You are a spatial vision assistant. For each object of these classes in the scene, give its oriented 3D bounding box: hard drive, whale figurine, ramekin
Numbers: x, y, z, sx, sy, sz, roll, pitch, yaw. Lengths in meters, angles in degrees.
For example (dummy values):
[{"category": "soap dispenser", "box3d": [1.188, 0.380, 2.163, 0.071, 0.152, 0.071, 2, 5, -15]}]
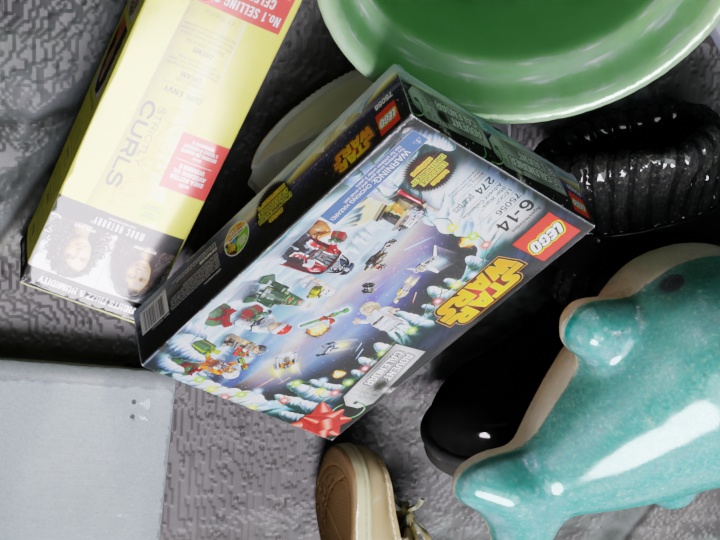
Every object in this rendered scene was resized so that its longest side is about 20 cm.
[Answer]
[{"category": "hard drive", "box3d": [-0.206, 0.114, 0.833, 0.198, 0.033, 0.141, 5, 94, -15]}, {"category": "whale figurine", "box3d": [0.146, 0.080, 0.785, 0.199, 0.104, 0.160, -36, 128, -6]}, {"category": "ramekin", "box3d": [0.074, -0.173, 0.705, 0.198, 0.098, 0.201, -3, 139, -3]}]

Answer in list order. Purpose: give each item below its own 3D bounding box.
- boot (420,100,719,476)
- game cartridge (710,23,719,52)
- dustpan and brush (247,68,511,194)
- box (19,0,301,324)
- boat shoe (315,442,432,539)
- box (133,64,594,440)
[{"category": "boot", "box3d": [0.113, 0.009, 0.844, 0.210, 0.079, 0.159, -27, 126, -10]}, {"category": "game cartridge", "box3d": [0.252, -0.201, 0.798, 0.199, 0.041, 0.134, -34, 115, 6]}, {"category": "dustpan and brush", "box3d": [0.053, -0.077, 0.813, 0.199, 0.057, 0.140, -35, 124, 13]}, {"category": "box", "box3d": [-0.101, -0.075, 0.774, 0.075, 0.050, 0.201, 21, 110, -21]}, {"category": "boat shoe", "box3d": [0.014, 0.178, 0.921, 0.062, 0.073, 0.201, -14, 129, -12]}, {"category": "box", "box3d": [0.000, 0.000, 0.776, 0.136, 0.040, 0.200, 25, 125, -38]}]
